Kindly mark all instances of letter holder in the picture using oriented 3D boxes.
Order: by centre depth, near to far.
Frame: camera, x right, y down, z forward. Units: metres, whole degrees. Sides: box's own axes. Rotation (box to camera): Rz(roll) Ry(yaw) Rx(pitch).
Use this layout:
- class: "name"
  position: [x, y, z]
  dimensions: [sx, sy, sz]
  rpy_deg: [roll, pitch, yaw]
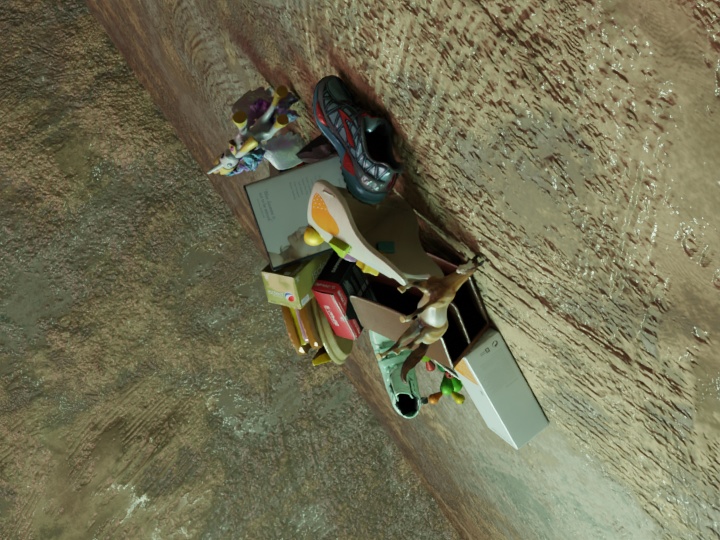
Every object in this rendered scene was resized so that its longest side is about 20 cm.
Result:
- class: "letter holder"
  position: [0.081, 0.041, 1.475]
  dimensions: [0.200, 0.101, 0.142]
  rpy_deg: [23, 149, 41]

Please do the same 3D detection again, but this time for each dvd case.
- class: "dvd case"
  position: [-0.067, -0.097, 1.483]
  dimensions: [0.018, 0.200, 0.143]
  rpy_deg: [-132, 23, -80]

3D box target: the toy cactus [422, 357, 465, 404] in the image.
- class: "toy cactus"
  position: [0.143, 0.158, 1.773]
  dimensions: [0.200, 0.102, 0.165]
  rpy_deg: [-130, 18, -72]

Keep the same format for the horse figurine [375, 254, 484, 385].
- class: "horse figurine"
  position: [0.092, 0.067, 1.341]
  dimensions: [0.050, 0.132, 0.200]
  rpy_deg: [40, 134, 30]

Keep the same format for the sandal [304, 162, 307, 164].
- class: "sandal"
  position: [-0.072, -0.144, 1.697]
  dimensions: [0.080, 0.057, 0.201]
  rpy_deg: [119, 155, -54]

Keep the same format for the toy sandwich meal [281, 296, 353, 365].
- class: "toy sandwich meal"
  position: [-0.072, 0.079, 1.652]
  dimensions: [0.205, 0.070, 0.205]
  rpy_deg: [-13, -90, -77]

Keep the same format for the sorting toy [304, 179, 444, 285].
- class: "sorting toy"
  position: [0.031, -0.034, 1.371]
  dimensions: [0.180, 0.107, 0.200]
  rpy_deg: [40, -161, 30]

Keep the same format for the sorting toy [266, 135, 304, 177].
- class: "sorting toy"
  position: [-0.125, -0.135, 1.879]
  dimensions: [0.199, 0.070, 0.200]
  rpy_deg: [75, -175, -57]

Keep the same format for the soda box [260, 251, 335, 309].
- class: "soda box"
  position: [-0.077, -0.022, 1.569]
  dimensions: [0.068, 0.200, 0.064]
  rpy_deg: [11, 128, 30]

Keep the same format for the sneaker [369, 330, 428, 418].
- class: "sneaker"
  position: [0.071, 0.174, 1.746]
  dimensions: [0.118, 0.074, 0.201]
  rpy_deg: [-107, -1, -73]

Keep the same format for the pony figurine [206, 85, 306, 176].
- class: "pony figurine"
  position: [-0.181, -0.252, 1.705]
  dimensions: [0.167, 0.193, 0.200]
  rpy_deg: [52, 151, -1]

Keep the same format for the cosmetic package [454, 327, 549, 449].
- class: "cosmetic package"
  position: [0.215, 0.181, 1.536]
  dimensions: [0.200, 0.071, 0.101]
  rpy_deg: [58, 169, -22]

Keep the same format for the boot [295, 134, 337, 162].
- class: "boot"
  position: [-0.036, -0.164, 1.590]
  dimensions: [0.132, 0.070, 0.200]
  rpy_deg: [52, 175, -14]

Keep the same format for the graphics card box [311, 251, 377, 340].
- class: "graphics card box"
  position: [0.000, 0.000, 1.587]
  dimensions: [0.051, 0.200, 0.126]
  rpy_deg: [11, 145, 32]

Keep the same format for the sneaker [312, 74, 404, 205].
- class: "sneaker"
  position: [0.006, -0.198, 1.328]
  dimensions: [0.096, 0.079, 0.200]
  rpy_deg: [-38, 73, 45]

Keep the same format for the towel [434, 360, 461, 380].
- class: "towel"
  position: [0.115, 0.109, 1.643]
  dimensions: [0.200, 0.034, 0.133]
  rpy_deg: [38, -167, 1]
